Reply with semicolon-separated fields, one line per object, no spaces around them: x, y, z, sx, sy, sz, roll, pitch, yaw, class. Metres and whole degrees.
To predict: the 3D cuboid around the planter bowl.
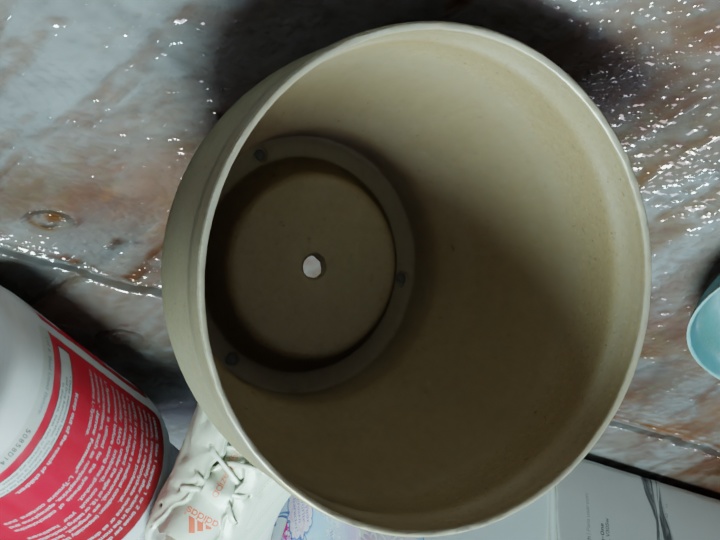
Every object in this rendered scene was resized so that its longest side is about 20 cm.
0.000;0.000;0.907;0.200;0.201;0.135;15;176;-27;planter bowl

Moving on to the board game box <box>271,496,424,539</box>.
-0.027;0.163;1.186;0.043;0.200;0.199;6;154;-24;board game box

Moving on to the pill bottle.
-0.169;0.091;1.143;0.112;0.112;0.200;-11;151;22;pill bottle

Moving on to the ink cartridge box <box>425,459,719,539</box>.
0.148;0.189;1.363;0.200;0.084;0.146;19;147;-33;ink cartridge box

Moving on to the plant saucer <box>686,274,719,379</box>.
0.262;0.017;1.086;0.200;0.027;0.200;0;152;0;plant saucer

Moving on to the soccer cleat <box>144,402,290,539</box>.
-0.068;0.106;1.131;0.069;0.078;0.200;30;122;21;soccer cleat
